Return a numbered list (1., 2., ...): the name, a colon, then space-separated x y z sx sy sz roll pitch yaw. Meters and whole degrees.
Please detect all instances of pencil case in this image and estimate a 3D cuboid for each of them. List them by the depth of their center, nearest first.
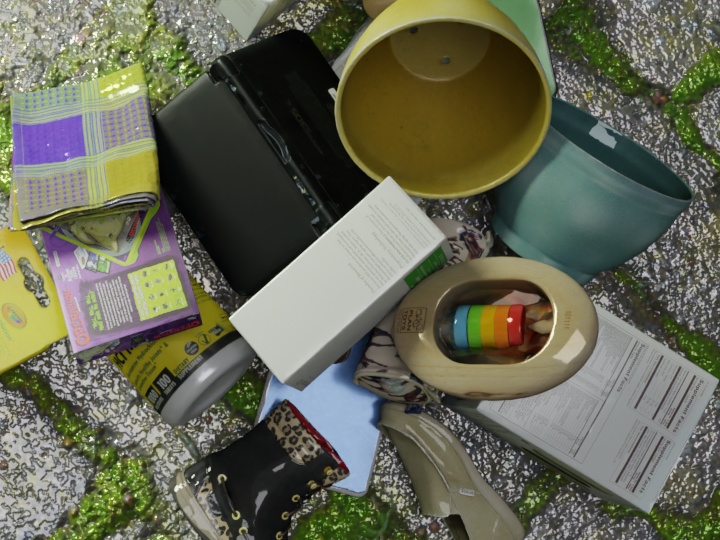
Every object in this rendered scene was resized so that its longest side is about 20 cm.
1. pencil case: 0.066 0.039 1.542 0.089 0.078 0.200 18 65 10

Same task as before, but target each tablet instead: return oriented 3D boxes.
1. tablet: -0.032 0.119 1.579 0.130 0.014 0.201 16 83 -9

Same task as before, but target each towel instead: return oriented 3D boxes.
1. towel: -0.264 -0.117 1.471 0.143 0.023 0.200 -11 47 1

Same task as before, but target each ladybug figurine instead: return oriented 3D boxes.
1. ladybug figurine: 0.126 0.058 1.437 0.199 0.072 0.136 2 72 23

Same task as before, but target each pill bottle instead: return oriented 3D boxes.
1. pill bottle: -0.204 0.042 1.493 0.112 0.112 0.200 -42 80 -10

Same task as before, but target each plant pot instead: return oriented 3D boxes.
1. plant pot: 0.076 -0.190 1.481 0.199 0.142 0.200 0 130 0
2. plant pot: 0.213 -0.071 1.557 0.200 0.200 0.134 28 109 -8

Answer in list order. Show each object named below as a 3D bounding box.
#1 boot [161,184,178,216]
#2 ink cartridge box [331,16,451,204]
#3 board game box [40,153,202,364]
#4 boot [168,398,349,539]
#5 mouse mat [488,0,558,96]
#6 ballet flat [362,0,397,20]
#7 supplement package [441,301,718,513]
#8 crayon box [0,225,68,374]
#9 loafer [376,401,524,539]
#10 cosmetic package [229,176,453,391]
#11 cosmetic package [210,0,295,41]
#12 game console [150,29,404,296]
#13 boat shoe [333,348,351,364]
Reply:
1. boot: -0.144 -0.079 1.549 0.131 0.070 0.200 -28 81 -8
2. ink cartridge box: 0.047 -0.179 1.585 0.162 0.057 0.200 41 83 -6
3. board game box: -0.229 -0.019 1.439 0.120 0.032 0.200 -15 60 -9
4. boot: -0.073 0.239 1.525 0.150 0.073 0.200 -40 87 2
5. mouse mat: 0.114 -0.261 1.629 0.160 0.008 0.201 -12 89 -10
6. ballet flat: 0.091 -0.303 1.553 0.200 0.063 0.069 -27 85 -26
7. supplement package: 0.215 0.122 1.552 0.200 0.152 0.151 31 83 -7
8. crayon box: -0.387 0.053 1.499 0.200 0.051 0.127 -28 92 -10
9. loafer: 0.082 0.215 1.560 0.200 0.076 0.068 48 69 -5
10. cosmetic package: -0.016 0.015 1.449 0.200 0.108 0.085 -43 79 1
11. cosmetic package: -0.085 -0.363 1.518 0.200 0.166 0.167 -44 95 -10
12. game console: -0.085 -0.108 1.514 0.176 0.116 0.200 -29 82 -40
13. boat shoe: 0.003 -0.001 1.555 0.075 0.075 0.203 16 76 -22
